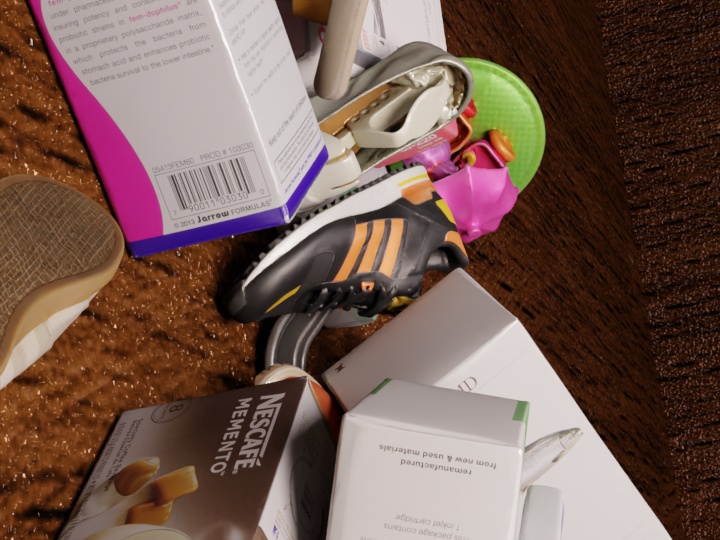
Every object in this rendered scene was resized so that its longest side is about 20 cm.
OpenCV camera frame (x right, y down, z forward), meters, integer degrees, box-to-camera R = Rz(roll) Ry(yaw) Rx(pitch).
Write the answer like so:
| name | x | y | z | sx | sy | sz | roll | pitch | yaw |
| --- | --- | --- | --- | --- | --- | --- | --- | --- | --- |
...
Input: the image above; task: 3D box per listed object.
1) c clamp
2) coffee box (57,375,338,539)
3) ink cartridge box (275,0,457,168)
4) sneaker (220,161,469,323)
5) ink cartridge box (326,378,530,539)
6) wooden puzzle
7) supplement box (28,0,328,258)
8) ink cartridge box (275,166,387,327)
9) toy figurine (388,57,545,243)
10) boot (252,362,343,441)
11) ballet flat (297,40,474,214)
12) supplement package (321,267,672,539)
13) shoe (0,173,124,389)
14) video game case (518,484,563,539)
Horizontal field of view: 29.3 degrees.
| name | x | y | z | sx | sy | sz | roll | pitch | yaw |
| --- | --- | --- | --- | --- | --- | --- | --- | --- | --- |
| c clamp | -0.008 | 0.073 | 0.974 | 0.171 | 0.027 | 0.200 | 56 | 47 | -32 |
| coffee box | -0.081 | 0.148 | 0.645 | 0.200 | 0.114 | 0.080 | -71 | 145 | -55 |
| ink cartridge box | -0.020 | -0.176 | 1.001 | 0.200 | 0.085 | 0.146 | 18 | 60 | -52 |
| sneaker | 0.000 | 0.000 | 0.913 | 0.200 | 0.070 | 0.090 | -32 | 85 | -42 |
| ink cartridge box | 0.029 | 0.165 | 0.681 | 0.145 | 0.087 | 0.201 | -14 | 113 | -81 |
| wooden puzzle | -0.001 | -0.232 | 0.847 | 0.200 | 0.046 | 0.186 | -78 | -177 | -50 |
| supplement box | -0.103 | -0.125 | 0.763 | 0.103 | 0.101 | 0.201 | -65 | 140 | -61 |
| ink cartridge box | -0.032 | -0.081 | 1.033 | 0.161 | 0.050 | 0.200 | -79 | 153 | -49 |
| toy figurine | 0.072 | -0.105 | 1.177 | 0.200 | 0.150 | 0.184 | 48 | 19 | -15 |
| boot | -0.003 | 0.144 | 0.866 | 0.075 | 0.107 | 0.200 | -43 | 124 | -27 |
| ballet flat | -0.008 | -0.087 | 0.901 | 0.200 | 0.064 | 0.068 | -36 | 129 | -21 |
| supplement package | 0.086 | 0.120 | 0.876 | 0.200 | 0.117 | 0.117 | 53 | -2 | -22 |
| shoe | -0.162 | 0.010 | 0.604 | 0.070 | 0.053 | 0.200 | 41 | 22 | -6 |
| video game case | 0.075 | 0.217 | 0.664 | 0.200 | 0.023 | 0.183 | -36 | 134 | -79 |
